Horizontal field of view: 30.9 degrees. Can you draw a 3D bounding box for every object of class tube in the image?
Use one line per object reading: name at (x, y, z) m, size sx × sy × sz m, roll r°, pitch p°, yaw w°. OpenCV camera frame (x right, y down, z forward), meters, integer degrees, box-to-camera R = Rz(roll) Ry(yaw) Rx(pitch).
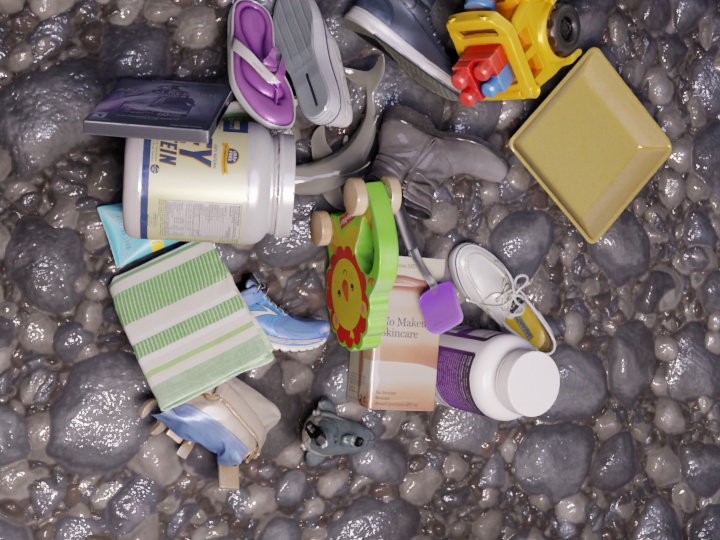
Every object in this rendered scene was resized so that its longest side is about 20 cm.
tube at (-0.223, -0.071, 1.636) m, size 0.198 × 0.050 × 0.078 m, roll -19°, pitch 85°, yaw -16°

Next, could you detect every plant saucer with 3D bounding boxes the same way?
plant saucer at (0.319, -0.176, 1.850) m, size 0.200 × 0.048 × 0.200 m, roll -47°, pitch 107°, yaw -14°

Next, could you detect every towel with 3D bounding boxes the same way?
towel at (-0.209, 0.060, 1.581) m, size 0.151 × 0.024 × 0.201 m, roll -25°, pitch 59°, yaw -12°

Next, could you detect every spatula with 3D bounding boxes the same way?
spatula at (0.075, -0.014, 1.674) m, size 0.056 × 0.021 × 0.202 m, roll -27°, pitch 97°, yaw -21°

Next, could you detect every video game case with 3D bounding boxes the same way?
video game case at (-0.231, -0.190, 1.524) m, size 0.141 × 0.200 × 0.019 m, roll 5°, pitch 113°, yaw 1°

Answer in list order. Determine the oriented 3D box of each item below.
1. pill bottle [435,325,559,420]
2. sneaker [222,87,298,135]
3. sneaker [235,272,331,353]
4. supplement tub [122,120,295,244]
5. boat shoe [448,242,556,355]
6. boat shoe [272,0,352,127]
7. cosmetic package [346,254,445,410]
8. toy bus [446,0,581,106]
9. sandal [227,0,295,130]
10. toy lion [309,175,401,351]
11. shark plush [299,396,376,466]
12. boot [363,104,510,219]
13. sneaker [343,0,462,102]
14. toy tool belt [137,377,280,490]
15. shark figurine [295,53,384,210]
pill bottle at (0.171, 0.136, 1.714) m, size 0.110 × 0.199 × 0.113 m, roll -2°, pitch 94°, yaw -28°
sneaker at (-0.166, -0.175, 1.644) m, size 0.197 × 0.077 × 0.090 m, roll -12°, pitch 112°, yaw -17°
sneaker at (-0.127, 0.052, 1.660) m, size 0.197 × 0.078 × 0.090 m, roll 13°, pitch 90°, yaw -22°
supplement tub at (-0.180, -0.106, 1.553) m, size 0.197 × 0.145 × 0.147 m, roll 2°, pitch 91°, yaw -7°
boat shoe at (0.203, 0.044, 1.790) m, size 0.074 × 0.086 × 0.203 m, roll -42°, pitch 107°, yaw -15°
boat shoe at (-0.060, -0.267, 1.665) m, size 0.066 × 0.073 × 0.203 m, roll 20°, pitch 52°, yaw -53°
cosmetic package at (0.047, 0.080, 1.726) m, size 0.102 × 0.087 × 0.203 m, roll 3°, pitch 91°, yaw -21°
toy bus at (0.175, -0.314, 1.700) m, size 0.192 × 0.135 × 0.201 m, roll -48°, pitch 126°, yaw -32°
sandal at (-0.125, -0.264, 1.610) m, size 0.081 × 0.050 × 0.205 m, roll 0°, pitch 58°, yaw -30°
toy lion at (0.000, 0.000, 1.652) m, size 0.068 × 0.200 × 0.194 m, roll -4°, pitch 75°, yaw -23°
shark plush at (-0.029, 0.202, 1.657) m, size 0.082 × 0.200 × 0.092 m, roll 13°, pitch 74°, yaw 9°
boot at (0.100, -0.122, 1.732) m, size 0.198 × 0.070 × 0.133 m, roll 20°, pitch 64°, yaw -14°
sneaker at (0.095, -0.332, 1.736) m, size 0.201 × 0.077 × 0.147 m, roll 37°, pitch 81°, yaw -18°
toy tool belt at (-0.206, 0.176, 1.609) m, size 0.199 × 0.125 × 0.124 m, roll 35°, pitch 71°, yaw -19°
shark figurine at (-0.007, -0.163, 1.693) m, size 0.128 × 0.089 × 0.216 m, roll 41°, pitch 76°, yaw -27°
